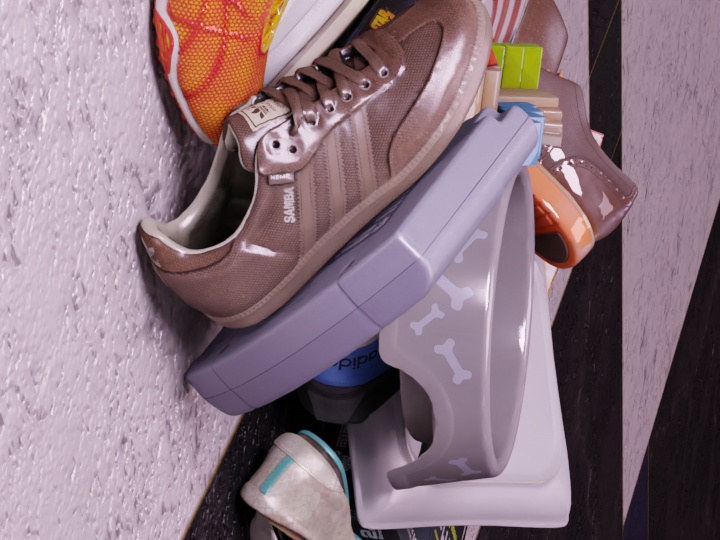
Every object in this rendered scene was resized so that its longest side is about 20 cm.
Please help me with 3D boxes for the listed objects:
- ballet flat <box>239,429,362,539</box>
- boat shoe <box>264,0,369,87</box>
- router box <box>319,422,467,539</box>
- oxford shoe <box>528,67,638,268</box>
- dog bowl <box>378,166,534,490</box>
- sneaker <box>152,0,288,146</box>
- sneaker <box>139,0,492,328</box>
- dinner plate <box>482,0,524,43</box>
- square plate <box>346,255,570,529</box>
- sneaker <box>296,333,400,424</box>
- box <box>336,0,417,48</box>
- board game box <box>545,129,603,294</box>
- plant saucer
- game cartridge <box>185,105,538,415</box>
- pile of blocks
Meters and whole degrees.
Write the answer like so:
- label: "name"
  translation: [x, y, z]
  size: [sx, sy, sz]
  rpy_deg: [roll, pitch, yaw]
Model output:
- label: "ballet flat"
  translation: [-0.032, 0.160, 1.569]
  size: [0.062, 0.067, 0.200]
  rpy_deg: [-45, 147, -18]
- label: "boat shoe"
  translation: [-0.017, -0.170, 1.424]
  size: [0.200, 0.068, 0.075]
  rpy_deg: [-57, -171, -30]
- label: "router box"
  translation: [0.024, 0.130, 1.728]
  size: [0.200, 0.062, 0.150]
  rpy_deg: [73, 29, -58]
- label: "oxford shoe"
  translation: [0.082, -0.098, 1.595]
  size: [0.073, 0.200, 0.071]
  rpy_deg: [-39, -176, -22]
- label: "dog bowl"
  translation: [0.056, 0.024, 1.508]
  size: [0.200, 0.058, 0.201]
  rpy_deg: [4, 90, -80]
- label: "sneaker"
  translation: [-0.054, -0.144, 1.281]
  size: [0.073, 0.077, 0.201]
  rpy_deg: [-64, 159, -55]
- label: "sneaker"
  translation: [-0.020, -0.062, 1.295]
  size: [0.200, 0.070, 0.075]
  rpy_deg: [-50, 129, 3]
- label: "dinner plate"
  translation: [0.051, -0.106, 1.718]
  size: [0.201, 0.024, 0.200]
  rpy_deg: [-60, 171, -15]
- label: "square plate"
  translation: [0.061, 0.055, 1.654]
  size: [0.200, 0.028, 0.199]
  rpy_deg: [5, 74, -48]
- label: "sneaker"
  translation: [-0.001, 0.000, 1.560]
  size: [0.200, 0.076, 0.111]
  rpy_deg: [-81, 176, -47]
- label: "box"
  translation: [0.002, -0.104, 1.460]
  size: [0.137, 0.040, 0.200]
  rpy_deg: [-54, -176, 33]
- label: "board game box"
  translation: [0.110, 0.004, 1.905]
  size: [0.152, 0.046, 0.201]
  rpy_deg: [96, 14, -81]
- label: "plant saucer"
  translation: [0.101, -0.098, 1.866]
  size: [0.200, 0.037, 0.201]
  rpy_deg: [20, 90, -87]
- label: "game cartridge"
  translation: [-0.004, 0.001, 1.343]
  size: [0.200, 0.040, 0.133]
  rpy_deg: [-34, -169, 51]
- label: "pile of blocks"
  translation: [0.070, -0.098, 1.451]
  size: [0.200, 0.082, 0.062]
  rpy_deg: [-79, 175, -74]
